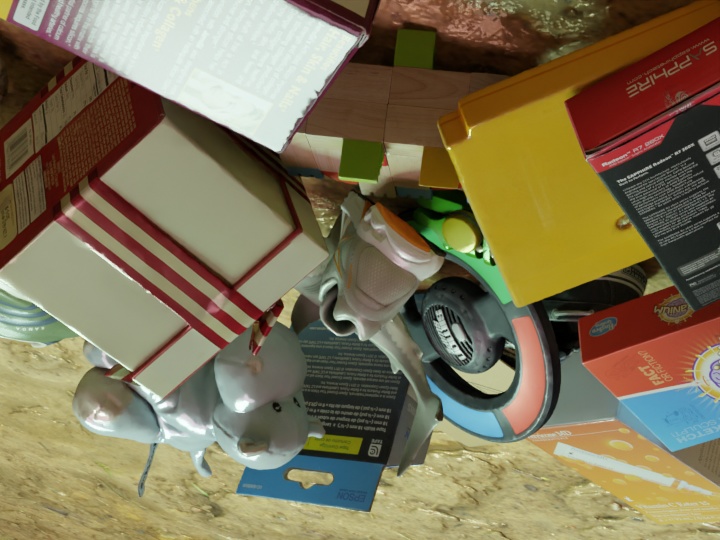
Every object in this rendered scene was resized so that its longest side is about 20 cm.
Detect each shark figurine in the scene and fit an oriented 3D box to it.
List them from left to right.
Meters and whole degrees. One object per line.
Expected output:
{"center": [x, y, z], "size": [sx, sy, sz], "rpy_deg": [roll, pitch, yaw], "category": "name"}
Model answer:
{"center": [-0.009, 0.047, 1.201], "size": [0.089, 0.128, 0.215], "rpy_deg": [-33, 106, 25], "category": "shark figurine"}

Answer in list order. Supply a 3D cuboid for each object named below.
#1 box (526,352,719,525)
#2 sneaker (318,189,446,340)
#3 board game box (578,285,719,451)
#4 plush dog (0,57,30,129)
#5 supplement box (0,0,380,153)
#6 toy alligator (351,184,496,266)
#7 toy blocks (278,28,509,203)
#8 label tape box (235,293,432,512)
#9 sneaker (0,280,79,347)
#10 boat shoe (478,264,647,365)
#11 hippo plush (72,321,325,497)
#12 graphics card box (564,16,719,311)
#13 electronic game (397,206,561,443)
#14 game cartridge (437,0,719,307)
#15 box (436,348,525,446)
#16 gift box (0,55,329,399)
{"center": [0.247, 0.130, 1.289], "size": [0.199, 0.098, 0.124], "rpy_deg": [33, 153, -28], "category": "box"}
{"center": [0.000, 0.000, 1.093], "size": [0.075, 0.092, 0.200], "rpy_deg": [36, -179, -5], "category": "sneaker"}
{"center": [0.281, 0.056, 1.103], "size": [0.198, 0.041, 0.153], "rpy_deg": [-22, 137, 29], "category": "board game box"}
{"center": [-0.234, -0.077, 1.179], "size": [0.169, 0.162, 0.201], "rpy_deg": [-12, 152, 5], "category": "plush dog"}
{"center": [-0.096, -0.176, 0.864], "size": [0.198, 0.104, 0.131], "rpy_deg": [26, 144, -14], "category": "supplement box"}
{"center": [0.080, -0.032, 1.097], "size": [0.198, 0.059, 0.055], "rpy_deg": [13, 130, 34], "category": "toy alligator"}
{"center": [0.023, -0.089, 1.015], "size": [0.197, 0.101, 0.137], "rpy_deg": [6, 168, 7], "category": "toy blocks"}
{"center": [-0.009, 0.120, 1.327], "size": [0.143, 0.202, 0.063], "rpy_deg": [2, 153, 33], "category": "label tape box"}
{"center": [-0.261, 0.014, 1.103], "size": [0.089, 0.068, 0.200], "rpy_deg": [-25, 154, 18], "category": "sneaker"}
{"center": [0.148, 0.045, 1.216], "size": [0.073, 0.069, 0.198], "rpy_deg": [33, 152, -29], "category": "boat shoe"}
{"center": [-0.126, 0.106, 1.221], "size": [0.160, 0.203, 0.158], "rpy_deg": [14, -164, 41], "category": "hippo plush"}
{"center": [0.213, -0.061, 0.888], "size": [0.125, 0.051, 0.200], "rpy_deg": [-28, 141, 16], "category": "graphics card box"}
{"center": [0.079, 0.044, 1.191], "size": [0.199, 0.041, 0.202], "rpy_deg": [33, 138, 36], "category": "electronic game"}
{"center": [0.151, -0.066, 0.928], "size": [0.174, 0.033, 0.201], "rpy_deg": [-21, 144, 6], "category": "game cartridge"}
{"center": [0.114, 0.121, 1.460], "size": [0.163, 0.021, 0.199], "rpy_deg": [33, 153, -28], "category": "box"}
{"center": [-0.149, -0.038, 1.060], "size": [0.199, 0.186, 0.186], "rpy_deg": [-38, 127, 18], "category": "gift box"}
